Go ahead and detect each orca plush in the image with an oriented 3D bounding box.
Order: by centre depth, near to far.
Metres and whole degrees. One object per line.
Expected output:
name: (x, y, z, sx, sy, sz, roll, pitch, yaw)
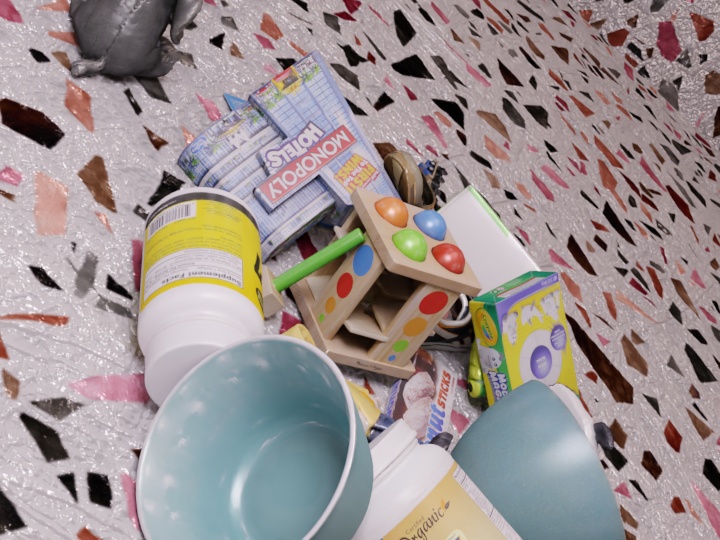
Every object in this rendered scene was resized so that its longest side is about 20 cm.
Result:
orca plush: (0.248, 0.225, 1.316, 0.071, 0.105, 0.201, 41, 18, -53)

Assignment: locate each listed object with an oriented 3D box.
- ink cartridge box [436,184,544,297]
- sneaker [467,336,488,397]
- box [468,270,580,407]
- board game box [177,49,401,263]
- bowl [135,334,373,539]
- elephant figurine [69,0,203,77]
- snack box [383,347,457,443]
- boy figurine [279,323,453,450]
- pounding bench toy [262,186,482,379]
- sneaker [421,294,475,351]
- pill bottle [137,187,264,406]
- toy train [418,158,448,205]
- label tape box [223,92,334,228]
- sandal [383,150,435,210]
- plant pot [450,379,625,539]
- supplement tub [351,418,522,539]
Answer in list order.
ink cartridge box: (0.161, -0.020, 1.518, 0.146, 0.084, 0.200, 51, 6, 7)
sneaker: (0.186, 0.105, 1.448, 0.083, 0.075, 0.200, 11, 16, 25)
box: (0.194, 0.113, 1.376, 0.117, 0.048, 0.201, -24, 109, -39)
board game box: (-0.061, -0.110, 1.318, 0.200, 0.062, 0.200, -40, 84, -27)
bowl: (-0.070, 0.164, 0.954, 0.105, 0.200, 0.202, 45, 20, -50)
elephant figurine: (-0.227, -0.315, 1.310, 0.141, 0.200, 0.156, 12, 43, -47)
snack box: (0.062, 0.155, 1.288, 0.072, 0.024, 0.200, 39, 29, -11)
boy figurine: (-0.006, 0.129, 1.164, 0.200, 0.065, 0.124, 37, 7, 9)
pounding bench toy: (0.000, 0.000, 1.246, 0.199, 0.156, 0.125, 16, 33, -36)
sneaker: (0.112, 0.050, 1.440, 0.079, 0.079, 0.200, 54, 27, 17)
pill bottle: (-0.144, 0.028, 1.076, 0.114, 0.114, 0.201, 29, 33, -29)
toy train: (0.085, -0.105, 1.651, 0.046, 0.034, 0.200, 31, 30, -4)
label tape box: (-0.069, -0.149, 1.461, 0.144, 0.063, 0.201, 13, 43, -47)
sandal: (0.058, -0.094, 1.370, 0.081, 0.054, 0.200, 61, -9, 9)
plant pot: (0.152, 0.227, 1.178, 0.200, 0.134, 0.201, 158, -90, -80)
supplement tub: (0.056, 0.244, 1.039, 0.200, 0.144, 0.144, 48, 28, 4)
